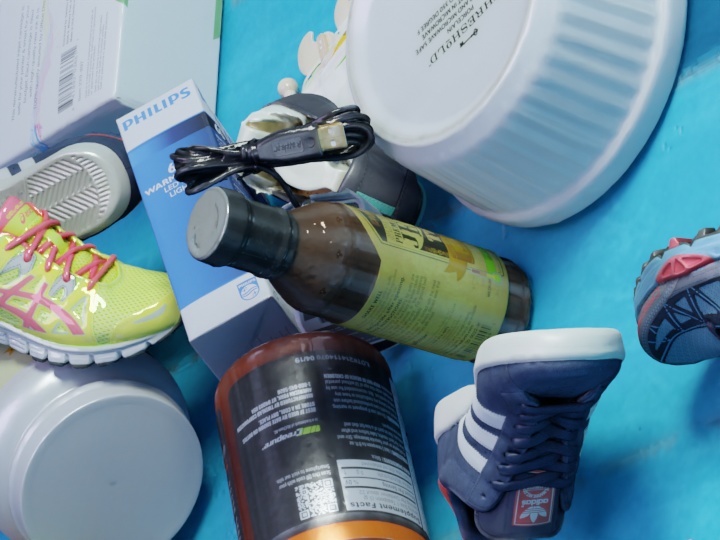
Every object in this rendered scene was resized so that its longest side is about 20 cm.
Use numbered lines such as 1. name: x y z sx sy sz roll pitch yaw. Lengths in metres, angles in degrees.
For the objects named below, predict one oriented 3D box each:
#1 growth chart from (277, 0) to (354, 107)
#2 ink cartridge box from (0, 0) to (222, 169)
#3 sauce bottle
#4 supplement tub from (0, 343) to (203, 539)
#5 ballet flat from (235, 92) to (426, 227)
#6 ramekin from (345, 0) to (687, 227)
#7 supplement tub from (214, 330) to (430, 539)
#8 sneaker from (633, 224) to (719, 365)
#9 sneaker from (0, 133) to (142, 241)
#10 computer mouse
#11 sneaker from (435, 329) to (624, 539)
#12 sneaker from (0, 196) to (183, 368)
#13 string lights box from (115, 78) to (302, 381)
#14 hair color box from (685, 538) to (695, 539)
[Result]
1. growth chart: 0.013 -0.120 1.780 0.200 0.018 0.145 -43 44 40
2. ink cartridge box: -0.181 -0.141 2.019 0.200 0.087 0.146 -23 58 49
3. sauce bottle: 0.000 0.000 1.582 0.065 0.199 0.065 -26 55 46
4. supplement tub: -0.194 0.094 1.889 0.200 0.144 0.146 40 111 55
5. ballet flat: -0.033 -0.068 1.752 0.200 0.073 0.073 32 104 57
6. ramekin: 0.076 -0.132 1.603 0.202 0.094 0.204 -22 60 46
7. supplement tub: -0.017 0.141 1.636 0.107 0.106 0.201 -46 42 37
8. sneaker: 0.199 0.024 1.382 0.200 0.079 0.096 -25 59 51
9. sneaker: -0.215 -0.037 1.902 0.199 0.084 0.075 -14 98 29
10. computer mouse: -0.024 -0.021 1.647 0.109 0.200 0.044 -18 51 7
11. sneaker: 0.088 0.088 1.491 0.200 0.074 0.085 117 151 -69
12. sneaker: -0.196 0.001 1.812 0.078 0.199 0.091 -54 -34 -57
13. string lights box: -0.080 -0.011 1.788 0.059 0.103 0.201 -29 45 6
14. hair color box: 0.117 0.201 1.450 0.200 0.060 0.101 -24 58 50
